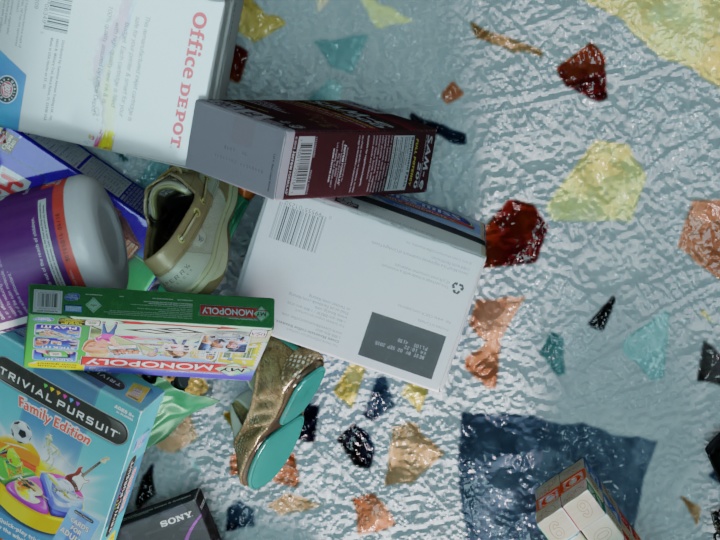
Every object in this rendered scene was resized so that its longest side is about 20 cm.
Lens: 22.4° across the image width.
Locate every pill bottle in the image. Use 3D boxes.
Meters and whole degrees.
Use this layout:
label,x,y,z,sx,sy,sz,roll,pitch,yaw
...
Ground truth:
label,x,y,z,sx,sy,sz,roll,pitch,yaw
pill bottle,-0.305,-0.005,1.548,0.198,0.113,0.114,-15,102,7

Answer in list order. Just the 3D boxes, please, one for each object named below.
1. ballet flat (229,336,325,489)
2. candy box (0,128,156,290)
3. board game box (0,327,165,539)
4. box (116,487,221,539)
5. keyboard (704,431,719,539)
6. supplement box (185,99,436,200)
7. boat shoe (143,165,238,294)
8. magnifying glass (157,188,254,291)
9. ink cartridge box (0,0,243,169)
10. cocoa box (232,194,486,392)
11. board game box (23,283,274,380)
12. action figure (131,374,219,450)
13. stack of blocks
label,x,y,z,sx,sy,sz,roll,pitch,yaw
ballet flat,-0.083,0.122,1.647,0.065,0.070,0.201,46,139,18
candy box,-0.282,-0.024,1.640,0.199,0.077,0.170,34,104,-4
board game box,-0.274,0.162,1.625,0.150,0.047,0.201,27,118,12
box,-0.181,0.320,1.710,0.142,0.036,0.202,-20,100,7
keyboard,0.370,0.235,1.694,0.103,0.040,0.202,-28,100,-15
supplement box,-0.039,-0.104,1.533,0.108,0.199,0.062,21,106,36
boat shoe,-0.151,-0.054,1.561,0.074,0.201,0.066,-36,122,19
magnifying glass,-0.118,-0.050,1.632,0.022,0.080,0.201,33,92,12
ink cartridge box,-0.213,-0.188,1.561,0.198,0.146,0.148,12,103,0
cocoa box,0.000,0.000,1.601,0.198,0.131,0.135,19,105,-1
board game box,-0.179,0.053,1.516,0.198,0.135,0.029,4,67,-11
action figure,-0.240,0.150,1.680,0.200,0.055,0.118,-40,133,24
stack of blocks,0.239,0.283,1.664,0.058,0.115,0.201,-34,99,10
